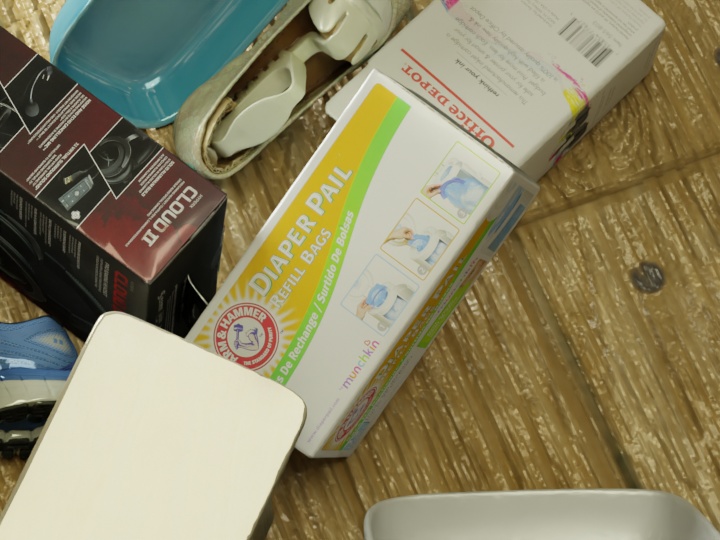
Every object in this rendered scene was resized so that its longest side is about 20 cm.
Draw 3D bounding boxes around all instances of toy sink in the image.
[{"bbox_3d":[-0.124,0.144,1.552,0.130,0.112,0.201,23,78,5],"label":"toy sink"}]

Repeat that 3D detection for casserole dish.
[{"bbox_3d":[-0.109,-0.171,1.689,0.200,0.121,0.039,-47,49,16],"label":"casserole dish"}]

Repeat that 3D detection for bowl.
[{"bbox_3d":[0.103,0.185,1.552,0.198,0.200,0.075,-1,106,-7],"label":"bowl"}]

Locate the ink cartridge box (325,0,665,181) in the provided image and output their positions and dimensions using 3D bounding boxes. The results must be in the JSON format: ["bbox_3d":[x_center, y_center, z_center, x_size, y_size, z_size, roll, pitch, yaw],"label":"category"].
[{"bbox_3d":[0.079,-0.112,1.733,0.115,0.068,0.200,42,67,13],"label":"ink cartridge box"}]

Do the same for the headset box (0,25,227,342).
[{"bbox_3d":[-0.163,-0.032,1.624,0.200,0.149,0.077,38,67,10],"label":"headset box"}]

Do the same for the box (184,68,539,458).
[{"bbox_3d":[0.000,0.000,1.607,0.101,0.112,0.201,36,95,11],"label":"box"}]

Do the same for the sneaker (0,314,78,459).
[{"bbox_3d":[-0.257,0.065,1.618,0.198,0.079,0.090,-5,55,-16],"label":"sneaker"}]

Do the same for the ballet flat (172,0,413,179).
[{"bbox_3d":[-0.030,-0.127,1.695,0.200,0.062,0.067,-45,116,5],"label":"ballet flat"}]
